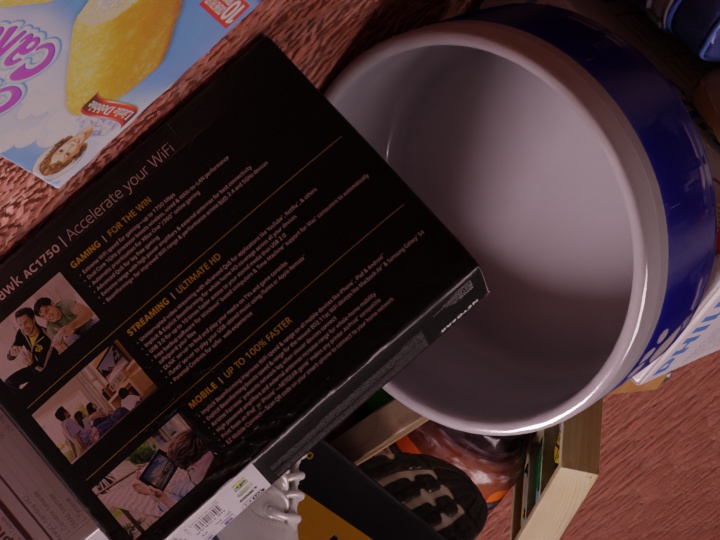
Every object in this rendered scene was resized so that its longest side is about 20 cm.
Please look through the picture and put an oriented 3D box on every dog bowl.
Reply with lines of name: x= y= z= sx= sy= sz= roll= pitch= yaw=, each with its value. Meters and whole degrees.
dog bowl: x=0.070 y=-0.026 z=1.230 sx=0.079 sy=0.200 sz=0.200 roll=-24 pitch=156 yaw=-51

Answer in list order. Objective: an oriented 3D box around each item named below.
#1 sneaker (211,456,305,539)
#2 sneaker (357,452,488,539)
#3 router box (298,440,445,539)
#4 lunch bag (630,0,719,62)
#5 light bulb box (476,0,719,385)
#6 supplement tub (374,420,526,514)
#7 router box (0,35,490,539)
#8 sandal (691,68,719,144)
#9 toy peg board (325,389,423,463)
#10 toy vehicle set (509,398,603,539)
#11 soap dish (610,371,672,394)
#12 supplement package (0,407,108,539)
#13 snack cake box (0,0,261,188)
sneaker: x=-0.059 y=0.103 z=1.279 sx=0.071 sy=0.200 sz=0.073 roll=-42 pitch=145 yaw=17
sneaker: x=-0.015 y=0.174 z=1.488 sx=0.199 sy=0.077 sz=0.089 roll=-25 pitch=161 yaw=-28
router box: x=-0.046 y=0.170 z=1.384 sx=0.149 sy=0.200 sz=0.051 roll=-48 pitch=173 yaw=-29
lunch bag: x=0.203 y=-0.179 z=1.271 sx=0.136 sy=0.132 sz=0.200 roll=-49 pitch=161 yaw=24
light bulb box: x=0.162 y=-0.066 z=1.343 sx=0.200 sy=0.198 sz=0.125 roll=-16 pitch=148 yaw=-54
supplement tub: x=0.042 y=0.140 z=1.729 sx=0.200 sy=0.107 sz=0.107 roll=-51 pitch=161 yaw=28
router box: x=-0.065 y=0.016 z=1.121 sx=0.200 sy=0.149 sz=0.051 roll=-40 pitch=163 yaw=-4
sandal: x=0.240 y=-0.089 z=1.275 sx=0.200 sy=0.080 sz=0.054 roll=-9 pitch=146 yaw=-51
toy peg board: x=0.021 y=0.044 z=1.523 sx=0.200 sy=0.098 sz=0.199 roll=-29 pitch=175 yaw=-35
toy vehicle set: x=0.136 y=0.082 z=1.722 sx=0.124 sy=0.026 sz=0.201 roll=112 pitch=-12 yaw=-53
soap dish: x=0.188 y=-0.032 z=1.575 sx=0.200 sy=0.081 sz=0.158 roll=117 pitch=-12 yaw=-47
supplement package: x=-0.111 y=0.065 z=1.204 sx=0.200 sy=0.110 sz=0.114 roll=-39 pitch=163 yaw=-13
snack cake box: x=-0.115 y=-0.106 z=0.851 sx=0.115 sy=0.067 sz=0.200 roll=-44 pitch=163 yaw=4
